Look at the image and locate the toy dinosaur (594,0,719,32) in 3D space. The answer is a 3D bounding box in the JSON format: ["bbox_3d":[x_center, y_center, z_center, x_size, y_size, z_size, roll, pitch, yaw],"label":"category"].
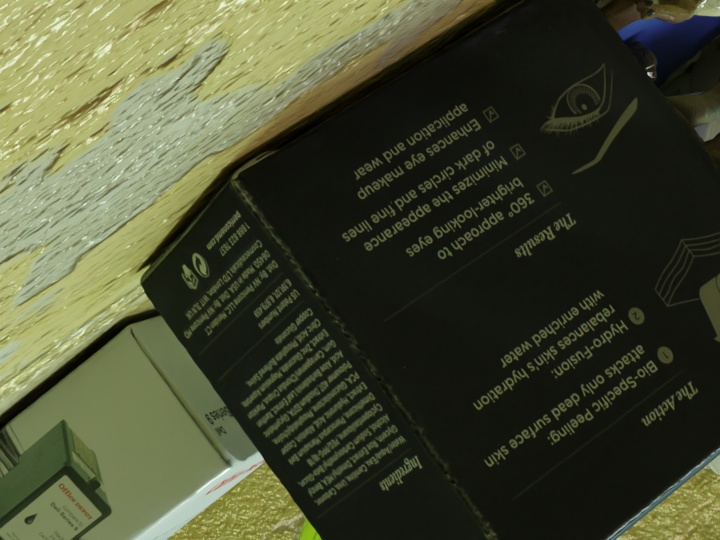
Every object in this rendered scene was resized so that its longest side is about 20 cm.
[{"bbox_3d":[0.170,-0.129,1.125,0.200,0.058,0.101,-10,173,12],"label":"toy dinosaur"}]

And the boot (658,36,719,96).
[{"bbox_3d":[0.251,-0.131,1.340,0.200,0.072,0.155,-30,172,-35],"label":"boot"}]

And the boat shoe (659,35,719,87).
[{"bbox_3d":[0.181,-0.104,1.457,0.065,0.073,0.200,-16,-152,23],"label":"boat shoe"}]

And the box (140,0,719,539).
[{"bbox_3d":[0.054,0.019,1.055,0.197,0.200,0.117,-33,174,-33],"label":"box"}]

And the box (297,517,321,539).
[{"bbox_3d":[0.050,0.076,1.401,0.200,0.048,0.122,-44,165,-35],"label":"box"}]

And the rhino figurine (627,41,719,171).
[{"bbox_3d":[0.135,-0.052,1.157,0.087,0.060,0.200,-27,-156,-22],"label":"rhino figurine"}]

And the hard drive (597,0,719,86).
[{"bbox_3d":[0.145,-0.126,1.243,0.132,0.025,0.200,-19,165,-38],"label":"hard drive"}]

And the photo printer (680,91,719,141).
[{"bbox_3d":[0.103,0.007,1.250,0.166,0.070,0.200,-16,-149,26],"label":"photo printer"}]

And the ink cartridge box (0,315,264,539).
[{"bbox_3d":[-0.136,0.107,1.238,0.200,0.084,0.146,-38,175,13],"label":"ink cartridge box"}]

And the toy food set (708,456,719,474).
[{"bbox_3d":[0.200,0.013,1.281,0.143,0.060,0.200,-34,-154,2],"label":"toy food set"}]
